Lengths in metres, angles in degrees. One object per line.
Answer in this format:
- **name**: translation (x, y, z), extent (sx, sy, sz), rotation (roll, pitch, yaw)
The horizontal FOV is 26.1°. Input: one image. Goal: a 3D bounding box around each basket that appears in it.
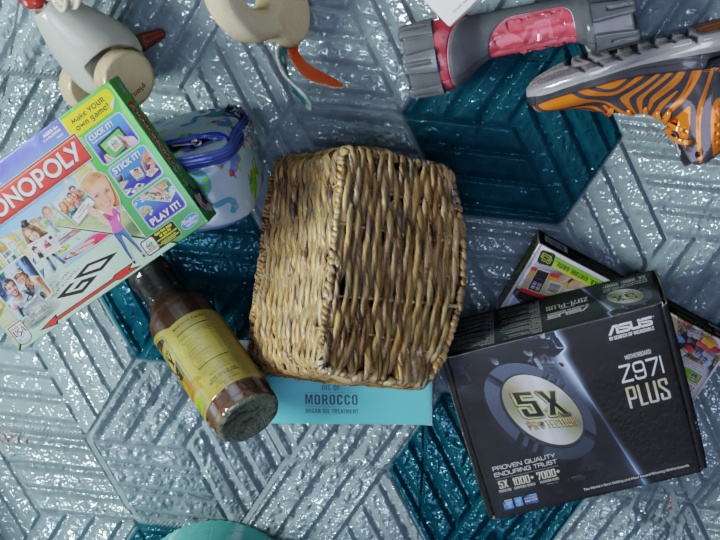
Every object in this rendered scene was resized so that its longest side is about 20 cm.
- **basket**: translation (0.000, 0.000, 1.350), extent (0.142, 0.149, 0.201), rotation (9, 84, -28)

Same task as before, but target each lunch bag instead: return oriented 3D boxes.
- **lunch bag**: translation (-0.185, -0.075, 1.325), extent (0.199, 0.161, 0.083), rotation (-10, 109, 9)

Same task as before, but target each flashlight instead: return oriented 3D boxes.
- **flashlight**: translation (0.134, -0.194, 1.307), extent (0.199, 0.068, 0.068), rotation (-9, 98, 10)

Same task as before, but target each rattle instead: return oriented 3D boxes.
- **rattle**: translation (-0.113, -0.224, 1.317), extent (0.142, 0.131, 0.200), rotation (-11, 136, 19)

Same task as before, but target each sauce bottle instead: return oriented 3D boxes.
- **sauce bottle**: translation (-0.144, 0.063, 1.367), extent (0.064, 0.200, 0.065), rotation (-23, 140, -20)

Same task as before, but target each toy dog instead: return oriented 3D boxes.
- **toy dog**: translation (-0.230, -0.224, 1.306), extent (0.131, 0.096, 0.201), rotation (25, 150, 34)

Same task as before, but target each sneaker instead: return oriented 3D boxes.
- **sneaker**: translation (0.245, -0.136, 1.316), extent (0.199, 0.078, 0.113), rotation (-12, 108, 8)

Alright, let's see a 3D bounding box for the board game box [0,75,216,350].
- **board game box**: translation (-0.234, -0.043, 1.244), extent (0.199, 0.029, 0.135), rotation (-34, 100, 15)

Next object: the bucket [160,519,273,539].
- **bucket**: translation (-0.140, 0.343, 1.473), extent (0.206, 0.135, 0.209), rotation (0, 102, 2)

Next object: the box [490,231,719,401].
- **box**: translation (0.222, 0.059, 1.411), extent (0.199, 0.035, 0.110), rotation (27, 110, -6)

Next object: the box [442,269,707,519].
- **box**: translation (0.187, 0.109, 1.367), extent (0.199, 0.086, 0.165), rotation (-14, 108, 9)

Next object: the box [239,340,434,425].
- **box**: translation (-0.032, 0.102, 1.420), extent (0.199, 0.082, 0.049), rotation (0, 111, 4)

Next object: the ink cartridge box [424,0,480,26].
- **ink cartridge box**: translation (0.034, -0.304, 1.234), extent (0.085, 0.146, 0.200), rotation (-40, 102, 18)
